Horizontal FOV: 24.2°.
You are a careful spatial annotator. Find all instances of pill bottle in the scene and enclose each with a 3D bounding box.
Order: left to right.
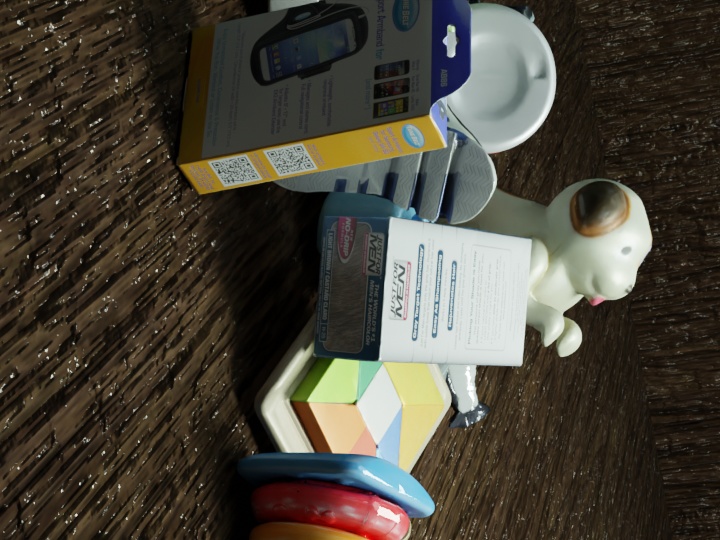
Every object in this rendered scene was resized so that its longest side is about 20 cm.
[{"bbox_3d":[0.079,-0.148,1.362,0.200,0.113,0.115,-172,-108,-80],"label":"pill bottle"}]

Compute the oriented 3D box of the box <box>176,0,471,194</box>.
[{"bbox_3d":[-0.019,-0.123,1.102,0.042,0.198,0.120,61,26,-52],"label":"box"}]

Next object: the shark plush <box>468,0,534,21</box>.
[{"bbox_3d":[0.071,-0.218,1.518,0.083,0.199,0.092,15,59,-44],"label":"shark plush"}]

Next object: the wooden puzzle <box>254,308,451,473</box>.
[{"bbox_3d":[0.006,0.098,1.238,0.185,0.037,0.201,-55,138,-38],"label":"wooden puzzle"}]

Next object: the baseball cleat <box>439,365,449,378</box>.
[{"bbox_3d":[0.052,0.053,1.505,0.201,0.069,0.107,-80,158,-50],"label":"baseball cleat"}]

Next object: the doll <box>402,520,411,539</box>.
[{"bbox_3d":[0.033,0.293,1.352,0.137,0.048,0.201,-83,164,-48],"label":"doll"}]

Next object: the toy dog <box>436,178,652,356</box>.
[{"bbox_3d":[0.154,-0.017,1.449,0.140,0.199,0.195,43,45,-54],"label":"toy dog"}]

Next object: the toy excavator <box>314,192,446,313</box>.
[{"bbox_3d":[0.000,0.000,1.322,0.200,0.099,0.196,-3,97,-66],"label":"toy excavator"}]

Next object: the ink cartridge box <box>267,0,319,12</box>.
[{"bbox_3d":[-0.040,-0.222,1.370,0.201,0.044,0.177,-81,174,-46],"label":"ink cartridge box"}]

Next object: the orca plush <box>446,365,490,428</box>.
[{"bbox_3d":[0.096,0.050,1.671,0.071,0.105,0.201,-145,-143,-67],"label":"orca plush"}]

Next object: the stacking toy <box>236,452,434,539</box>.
[{"bbox_3d":[-0.031,0.224,1.096,0.116,0.109,0.202,33,60,-49],"label":"stacking toy"}]

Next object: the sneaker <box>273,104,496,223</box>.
[{"bbox_3d":[0.007,-0.093,1.215,0.115,0.198,0.081,-48,156,-74],"label":"sneaker"}]

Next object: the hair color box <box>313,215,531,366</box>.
[{"bbox_3d":[0.049,0.017,1.218,0.199,0.060,0.101,7,87,-56],"label":"hair color box"}]

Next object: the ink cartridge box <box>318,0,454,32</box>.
[{"bbox_3d":[-0.019,-0.261,1.241,0.148,0.198,0.076,-80,177,-46],"label":"ink cartridge box"}]
